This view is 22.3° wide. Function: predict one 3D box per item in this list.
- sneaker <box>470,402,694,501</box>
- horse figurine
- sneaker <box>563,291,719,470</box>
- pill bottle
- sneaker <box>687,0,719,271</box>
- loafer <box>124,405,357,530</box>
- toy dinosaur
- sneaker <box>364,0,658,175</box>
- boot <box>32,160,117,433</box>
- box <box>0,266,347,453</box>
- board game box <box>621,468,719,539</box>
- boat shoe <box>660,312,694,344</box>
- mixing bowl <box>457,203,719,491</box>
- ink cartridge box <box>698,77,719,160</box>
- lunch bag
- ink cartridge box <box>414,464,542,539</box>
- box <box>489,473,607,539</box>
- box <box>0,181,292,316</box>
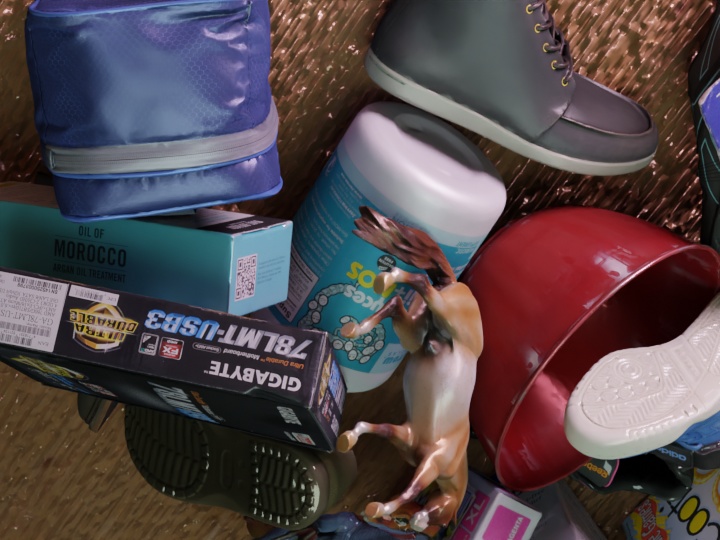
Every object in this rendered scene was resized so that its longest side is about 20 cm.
[{"bbox_3d":[0.151,0.111,1.280,0.198,0.087,0.081,10,120,-13],"label":"sneaker"},{"bbox_3d":[0.035,0.063,1.086,0.050,0.132,0.202,1,91,34],"label":"horse figurine"},{"bbox_3d":[0.199,0.095,1.166,0.199,0.076,0.112,-31,140,-39],"label":"sneaker"},{"bbox_3d":[0.000,0.000,1.173,0.110,0.111,0.201,22,118,-20],"label":"pill bottle"},{"bbox_3d":[0.248,-0.094,1.166,0.075,0.079,0.202,-11,126,-28],"label":"sneaker"},{"bbox_3d":[-0.081,0.122,1.218,0.067,0.199,0.077,-3,108,-47],"label":"loafer"},{"bbox_3d":[-0.024,0.175,1.218,0.181,0.201,0.105,-31,122,20],"label":"toy dinosaur"},{"bbox_3d":[0.112,-0.133,1.122,0.198,0.075,0.107,18,121,-17],"label":"sneaker"},{"bbox_3d":[-0.180,0.013,1.198,0.096,0.075,0.201,24,124,4],"label":"boot"},{"bbox_3d":[-0.111,0.053,1.059,0.196,0.200,0.050,13,80,5],"label":"box"},{"bbox_3d":[0.302,0.172,1.330,0.104,0.103,0.200,30,114,-24],"label":"board game box"},{"bbox_3d":[0.268,0.007,1.239,0.070,0.066,0.200,38,111,-27],"label":"boat shoe"},{"bbox_3d":[0.127,0.033,1.184,0.199,0.108,0.201,-33,149,-23],"label":"mixing bowl"},{"bbox_3d":[0.313,-0.098,1.127,0.199,0.041,0.200,-42,137,-5],"label":"ink cartridge box"},{"bbox_3d":[-0.115,-0.099,1.048,0.134,0.200,0.134,-5,105,-2],"label":"lunch bag"},{"bbox_3d":[0.053,0.189,1.236,0.042,0.200,0.120,27,88,-11],"label":"ink cartridge box"},{"bbox_3d":[0.148,0.255,1.281,0.104,0.200,0.185,-34,108,7],"label":"box"},{"bbox_3d":[-0.146,-0.014,1.075,0.198,0.082,0.050,9,100,22],"label":"box"}]
